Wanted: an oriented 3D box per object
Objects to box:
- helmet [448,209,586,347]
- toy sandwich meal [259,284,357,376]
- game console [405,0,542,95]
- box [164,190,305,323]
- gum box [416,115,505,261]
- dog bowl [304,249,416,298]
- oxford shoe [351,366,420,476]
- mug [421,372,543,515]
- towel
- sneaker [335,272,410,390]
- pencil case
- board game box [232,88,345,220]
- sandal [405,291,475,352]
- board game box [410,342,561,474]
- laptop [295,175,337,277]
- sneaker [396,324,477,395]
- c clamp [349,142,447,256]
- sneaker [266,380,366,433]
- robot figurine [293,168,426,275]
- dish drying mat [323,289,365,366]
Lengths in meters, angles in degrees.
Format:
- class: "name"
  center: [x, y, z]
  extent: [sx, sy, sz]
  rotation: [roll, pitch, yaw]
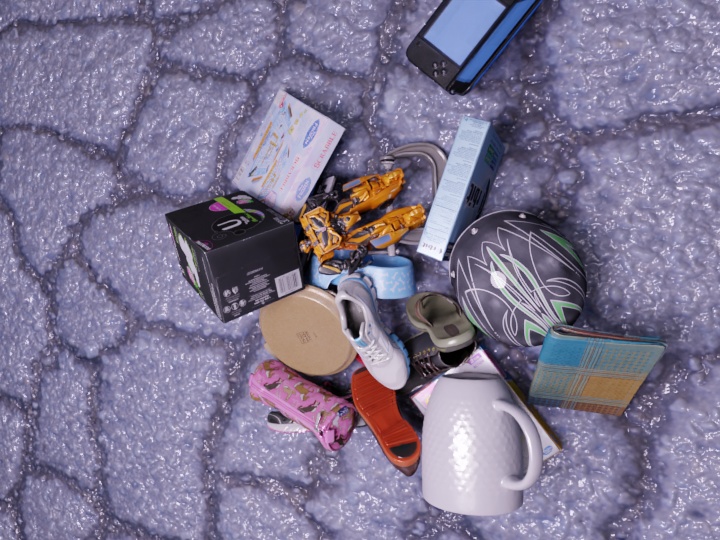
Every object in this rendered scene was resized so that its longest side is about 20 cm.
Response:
- class: "helmet"
  center: [0.228, 0.013, 0.785]
  extent: [0.198, 0.191, 0.202]
  rotation: [0, 91, 17]
- class: "toy sandwich meal"
  center: [-0.086, 0.101, 0.940]
  extent: [0.204, 0.070, 0.207]
  rotation: [9, 120, 16]
- class: "game console"
  center: [0.176, -0.389, 0.844]
  extent: [0.171, 0.118, 0.200]
  rotation: [44, 104, 15]
- class: "box"
  center: [-0.205, -0.032, 0.872]
  extent: [0.200, 0.148, 0.125]
  rotation: [32, 137, 48]
- class: "gum box"
  center: [0.159, -0.114, 0.826]
  extent: [0.044, 0.170, 0.201]
  rotation: [22, 98, 20]
- class: "dog bowl"
  center: [0.000, 0.000, 0.915]
  extent: [0.199, 0.111, 0.050]
  rotation: [10, 107, 21]
- class: "oxford shoe"
  center: [0.036, 0.242, 0.875]
  extent: [0.071, 0.073, 0.200]
  rotation: [-18, 43, -10]
- class: "mug"
  center: [0.177, 0.244, 0.775]
  extent: [0.200, 0.147, 0.177]
  rotation: [-7, 82, 58]
- class: "towel"
  center: [0.323, 0.146, 0.763]
  extent: [0.145, 0.201, 0.022]
  rotation: [6, 51, 11]
- class: "sneaker"
  center: [0.011, 0.107, 0.831]
  extent: [0.075, 0.087, 0.201]
  rotation: [-25, 101, 20]
- class: "pencil case"
  center: [-0.100, 0.222, 0.909]
  extent: [0.199, 0.087, 0.083]
  rotation: [23, 60, 34]
- class: "board game box"
  center: [-0.136, -0.202, 0.962]
  extent: [0.199, 0.041, 0.201]
  rotation: [44, 108, 45]
- class: "sandal"
  center: [0.122, 0.064, 0.841]
  extent: [0.079, 0.201, 0.058]
  rotation: [-28, 107, -5]
- class: "board game box"
  center: [0.202, 0.244, 0.882]
  extent: [0.153, 0.040, 0.200]
  rotation: [-40, 77, 17]
- class: "laptop"
  center: [-0.138, -0.094, 0.967]
  extent: [0.115, 0.200, 0.189]
  rotation: [18, 93, -13]
- class: "sneaker"
  center: [0.104, 0.147, 0.876]
  extent: [0.075, 0.106, 0.200]
  rotation: [45, 106, -2]
- class: "c clamp"
  center: [0.072, -0.119, 0.903]
  extent: [0.169, 0.027, 0.202]
  rotation: [4, 86, -3]
- class: "sneaker"
  center: [-0.074, 0.247, 0.981]
  extent: [0.198, 0.080, 0.087]
  rotation: [-9, 73, 15]
- class: "robot figurine"
  center: [-0.007, -0.079, 0.845]
  extent: [0.199, 0.058, 0.146]
  rotation: [-26, 75, -11]
- class: "dish drying mat"
  center: [-0.011, 0.114, 0.975]
  extent: [0.199, 0.018, 0.077]
  rotation: [35, 102, 17]
